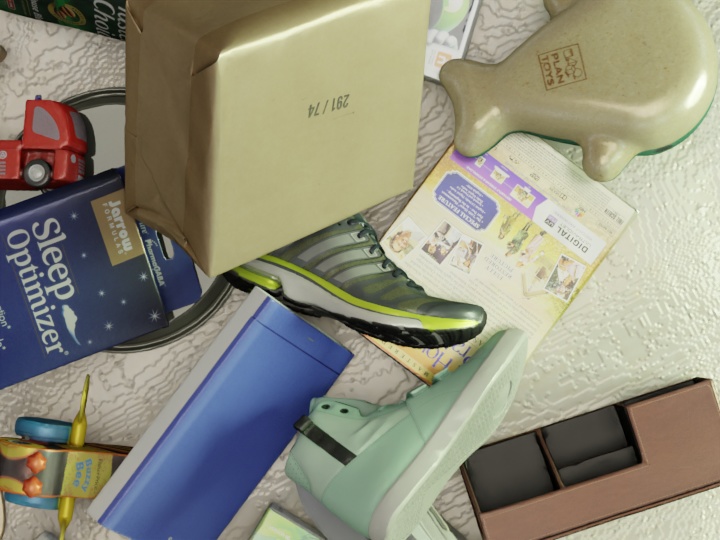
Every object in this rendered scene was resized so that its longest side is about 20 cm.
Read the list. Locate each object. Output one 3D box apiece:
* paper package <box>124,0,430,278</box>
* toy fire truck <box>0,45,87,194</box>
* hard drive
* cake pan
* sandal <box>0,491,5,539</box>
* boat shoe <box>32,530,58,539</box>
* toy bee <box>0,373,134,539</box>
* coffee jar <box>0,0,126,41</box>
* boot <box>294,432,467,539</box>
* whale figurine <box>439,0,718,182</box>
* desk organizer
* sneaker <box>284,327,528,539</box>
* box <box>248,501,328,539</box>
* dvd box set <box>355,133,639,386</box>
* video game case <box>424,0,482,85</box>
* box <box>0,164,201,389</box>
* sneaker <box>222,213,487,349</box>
[{"bbox_3d":[-0.057,-0.121,1.580,0.200,0.103,0.191,-25,133,-35],"label":"paper package"},{"bbox_3d":[-0.295,-0.127,1.655,0.199,0.049,0.142,1,82,9],"label":"toy fire truck"},{"bbox_3d":[-0.099,0.117,1.651,0.025,0.132,0.200,37,90,34],"label":"hard drive"},{"bbox_3d":[-0.180,-0.037,1.688,0.200,0.037,0.201,0,91,0],"label":"cake pan"},{"bbox_3d":[-0.327,0.117,1.672,0.077,0.070,0.212,-20,91,0],"label":"sandal"},{"bbox_3d":[-0.282,0.284,1.682,0.069,0.072,0.200,45,81,-1],"label":"boat shoe"},{"bbox_3d":[-0.225,0.149,1.623,0.199,0.109,0.131,-14,101,-24],"label":"toy bee"},{"bbox_3d":[-0.170,-0.212,1.639,0.199,0.104,0.086,17,63,6],"label":"coffee jar"},{"bbox_3d":[0.028,0.194,1.678,0.074,0.096,0.200,-43,58,14],"label":"boot"},{"bbox_3d":[0.162,-0.134,1.660,0.199,0.104,0.160,-15,74,6],"label":"whale figurine"},{"bbox_3d":[0.175,0.145,1.678,0.199,0.072,0.077,-18,89,-1],"label":"desk organizer"},{"bbox_3d":[0.031,0.095,1.634,0.118,0.074,0.200,29,60,24],"label":"sneaker"},{"bbox_3d":[-0.057,0.295,1.696,0.144,0.036,0.200,30,90,-1],"label":"box"},{"bbox_3d":[0.092,-0.007,1.694,0.146,0.029,0.200,36,90,-1],"label":"dvd box set"},{"bbox_3d":[0.014,-0.258,1.694,0.181,0.023,0.201,17,91,-1],"label":"video game case"},{"bbox_3d":[-0.218,0.006,1.618,0.200,0.032,0.121,-22,110,-13],"label":"box"},{"bbox_3d":[0.000,0.000,1.643,0.199,0.074,0.081,18,82,14],"label":"sneaker"}]
